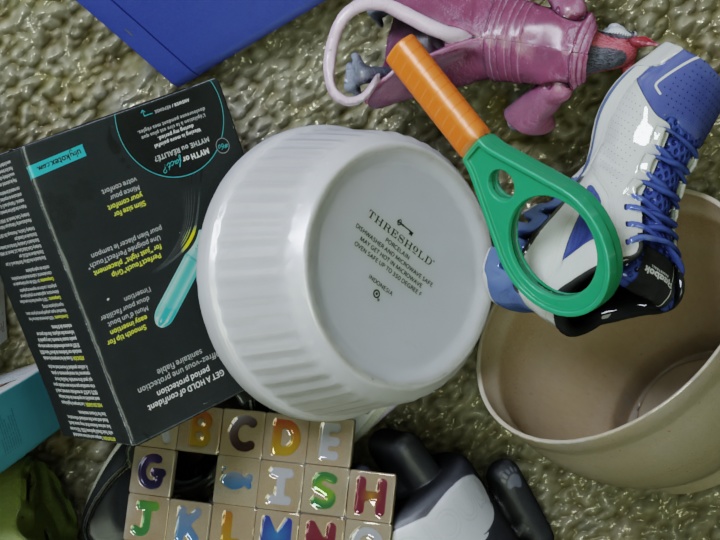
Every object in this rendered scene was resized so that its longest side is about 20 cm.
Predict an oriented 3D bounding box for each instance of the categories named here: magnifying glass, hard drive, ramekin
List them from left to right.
[{"bbox_3d":[-0.082,-0.208,0.900,0.199,0.025,0.132,-27,140,21],"label":"hard drive"},{"bbox_3d":[0.000,0.000,0.898,0.094,0.202,0.204,-4,107,53],"label":"ramekin"},{"bbox_3d":[0.083,-0.059,0.820,0.200,0.022,0.080,52,137,12],"label":"magnifying glass"}]

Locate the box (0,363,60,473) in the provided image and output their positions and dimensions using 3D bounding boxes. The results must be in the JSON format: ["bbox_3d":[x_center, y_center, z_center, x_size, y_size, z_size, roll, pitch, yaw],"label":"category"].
[{"bbox_3d":[-0.269,0.111,0.960,0.082,0.200,0.049,-16,96,11],"label":"box"}]

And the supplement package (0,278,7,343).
[{"bbox_3d":[-0.332,-0.033,0.979,0.116,0.117,0.201,1,103,7],"label":"supplement package"}]

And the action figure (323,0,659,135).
[{"bbox_3d":[0.093,-0.158,0.890,0.199,0.149,0.135,9,98,19],"label":"action figure"}]

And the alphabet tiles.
[{"bbox_3d":[-0.074,0.181,0.946,0.199,0.008,0.168,3,81,20],"label":"alphabet tiles"}]

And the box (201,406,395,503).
[{"bbox_3d":[-0.042,0.132,1.020,0.200,0.041,0.039,-43,95,13],"label":"box"}]

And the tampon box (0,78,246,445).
[{"bbox_3d":[-0.151,-0.005,0.928,0.149,0.126,0.201,-25,101,-32],"label":"tampon box"}]

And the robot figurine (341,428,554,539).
[{"bbox_3d":[0.053,0.212,0.986,0.150,0.125,0.201,-29,98,22],"label":"robot figurine"}]

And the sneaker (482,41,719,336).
[{"bbox_3d":[0.174,-0.033,0.855,0.080,0.115,0.200,34,97,-36],"label":"sneaker"}]

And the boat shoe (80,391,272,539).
[{"bbox_3d":[-0.145,0.144,1.023,0.072,0.068,0.200,44,106,-4],"label":"boat shoe"}]

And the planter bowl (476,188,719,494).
[{"bbox_3d":[0.195,0.065,0.912,0.200,0.201,0.135,-36,123,13],"label":"planter bowl"}]

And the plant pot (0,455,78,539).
[{"bbox_3d":[-0.309,0.223,1.006,0.189,0.200,0.201,-18,100,2],"label":"plant pot"}]
